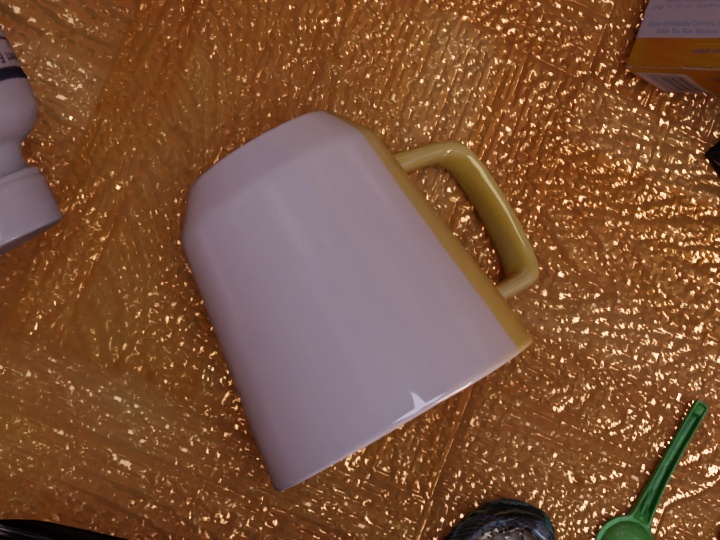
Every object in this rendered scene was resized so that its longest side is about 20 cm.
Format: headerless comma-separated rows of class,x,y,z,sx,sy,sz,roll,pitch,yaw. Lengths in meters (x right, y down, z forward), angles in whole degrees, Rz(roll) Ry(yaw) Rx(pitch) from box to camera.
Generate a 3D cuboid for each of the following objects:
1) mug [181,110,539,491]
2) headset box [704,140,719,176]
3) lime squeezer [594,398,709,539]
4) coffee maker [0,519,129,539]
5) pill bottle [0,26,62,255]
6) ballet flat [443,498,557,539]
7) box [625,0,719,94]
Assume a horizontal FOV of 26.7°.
mug,-0.008,0.005,0.778,0.149,0.186,0.154,-32,86,21
headset box,0.298,-0.012,0.822,0.077,0.149,0.201,-37,97,-11
lime squeezer,0.145,0.161,0.827,0.037,0.071,0.201,21,53,5
coffee maker,-0.143,0.224,0.693,0.133,0.192,0.203,12,85,-11
pill bottle,-0.224,-0.097,0.727,0.110,0.111,0.202,-27,94,-12
ballet flat,0.032,0.200,0.797,0.074,0.074,0.200,42,81,-8
box,0.228,-0.194,0.826,0.041,0.119,0.202,27,82,-34
